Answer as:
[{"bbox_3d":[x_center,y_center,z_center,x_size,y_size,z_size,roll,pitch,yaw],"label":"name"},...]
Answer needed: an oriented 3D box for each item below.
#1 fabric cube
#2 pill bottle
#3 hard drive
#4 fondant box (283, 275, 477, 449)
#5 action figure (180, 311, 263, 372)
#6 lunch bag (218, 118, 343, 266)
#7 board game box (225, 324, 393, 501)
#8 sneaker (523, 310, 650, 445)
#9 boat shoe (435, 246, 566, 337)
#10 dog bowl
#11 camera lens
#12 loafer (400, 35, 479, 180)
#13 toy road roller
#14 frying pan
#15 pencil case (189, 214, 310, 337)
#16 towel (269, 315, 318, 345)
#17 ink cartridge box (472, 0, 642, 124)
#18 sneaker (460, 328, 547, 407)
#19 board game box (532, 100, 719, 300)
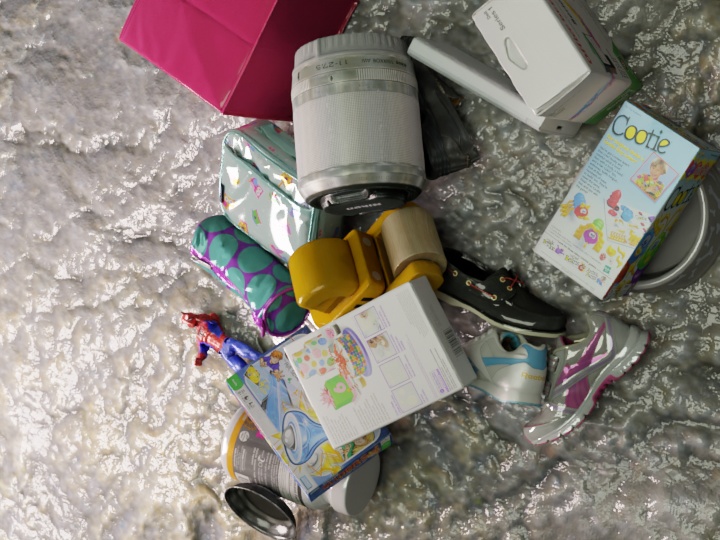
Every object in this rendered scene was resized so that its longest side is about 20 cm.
[{"bbox_3d":[-0.161,-0.337,1.752,0.199,0.196,0.201,36,108,23],"label":"fabric cube"},{"bbox_3d":[-0.081,0.258,1.778,0.199,0.116,0.117,15,99,27],"label":"pill bottle"},{"bbox_3d":[0.167,-0.226,1.613,0.200,0.132,0.027,35,107,23],"label":"hard drive"},{"bbox_3d":[0.023,0.115,1.616,0.199,0.058,0.145,-28,87,24],"label":"fondant box"},{"bbox_3d":[-0.194,0.116,1.848,0.200,0.099,0.065,33,106,26],"label":"action figure"},{"bbox_3d":[-0.111,-0.107,1.763,0.200,0.077,0.161,37,139,28],"label":"lunch bag"},{"bbox_3d":[-0.068,0.186,1.722,0.135,0.035,0.200,-34,63,-12],"label":"board game box"},{"bbox_3d":[0.261,0.127,1.600,0.088,0.081,0.200,41,102,5],"label":"sneaker"},{"bbox_3d":[0.173,0.029,1.653,0.201,0.074,0.063,25,112,30],"label":"boat shoe"},{"bbox_3d":[0.337,-0.066,1.569,0.199,0.059,0.201,1,92,29],"label":"dog bowl"},{"bbox_3d":[-0.003,-0.177,1.624,0.159,0.160,0.201,-10,80,28],"label":"camera lens"},{"bbox_3d":[0.096,-0.216,1.700,0.072,0.073,0.201,-12,77,-10],"label":"loafer"},{"bbox_3d":[0.000,0.000,1.674,0.200,0.145,0.123,-46,43,33],"label":"toy road roller"},{"bbox_3d":[-0.108,0.352,1.786,0.190,0.031,0.115,45,146,-17],"label":"frying pan"},{"bbox_3d":[-0.154,0.007,1.802,0.200,0.092,0.085,41,148,37],"label":"pencil case"},{"bbox_3d":[-0.036,0.099,1.793,0.200,0.034,0.133,44,112,20],"label":"towel"},{"bbox_3d":[0.235,-0.257,1.536,0.084,0.200,0.145,-37,75,25],"label":"ink cartridge box"},{"bbox_3d":[0.167,0.112,1.633,0.200,0.076,0.081,17,96,58],"label":"sneaker"},{"bbox_3d":[0.305,-0.079,1.494,0.105,0.103,0.201,38,109,22],"label":"board game box"}]
